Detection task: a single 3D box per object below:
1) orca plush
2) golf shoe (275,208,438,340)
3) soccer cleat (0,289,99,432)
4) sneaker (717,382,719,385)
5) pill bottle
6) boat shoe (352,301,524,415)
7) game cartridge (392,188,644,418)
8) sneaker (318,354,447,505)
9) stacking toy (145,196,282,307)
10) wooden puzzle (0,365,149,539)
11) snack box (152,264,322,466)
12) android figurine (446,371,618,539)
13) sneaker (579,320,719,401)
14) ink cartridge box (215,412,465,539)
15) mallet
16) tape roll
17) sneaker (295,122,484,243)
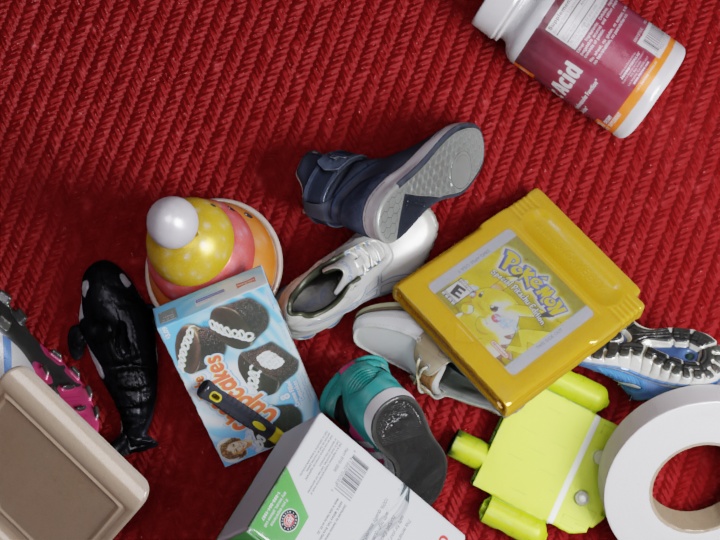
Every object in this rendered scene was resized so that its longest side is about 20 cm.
[{"bbox_3d":[-0.253,0.089,1.518,0.104,0.071,0.202,3,87,-1],"label":"orca plush"},{"bbox_3d":[0.000,0.000,1.516,0.200,0.097,0.078,-39,87,-4],"label":"golf shoe"},{"bbox_3d":[-0.346,0.111,1.518,0.086,0.070,0.200,-45,78,20],"label":"soccer cleat"},{"bbox_3d":[0.430,0.187,1.536,0.088,0.075,0.200,-44,83,10],"label":"sneaker"},{"bbox_3d":[0.221,-0.236,1.523,0.199,0.114,0.115,35,87,1],"label":"pill bottle"},{"bbox_3d":[0.080,0.089,1.504,0.198,0.075,0.069,14,52,14],"label":"boat shoe"},{"bbox_3d":[0.162,0.027,1.491,0.199,0.033,0.176,-35,66,-20],"label":"game cartridge"},{"bbox_3d":[0.017,0.157,1.501,0.083,0.201,0.121,-31,48,-13],"label":"sneaker"},{"bbox_3d":[-0.160,-0.024,1.451,0.145,0.200,0.148,-2,75,6],"label":"stacking toy"},{"bbox_3d":[-0.319,0.211,1.491,0.185,0.037,0.200,43,124,1],"label":"wooden puzzle"},{"bbox_3d":[-0.117,0.098,1.480,0.115,0.037,0.201,-22,128,-2],"label":"snack box"},{"bbox_3d":[0.195,0.193,1.538,0.199,0.041,0.183,28,87,2],"label":"android figurine"},{"bbox_3d":[0.269,0.095,1.521,0.199,0.090,0.079,18,53,20],"label":"sneaker"},{"bbox_3d":[-0.016,0.260,1.427,0.200,0.083,0.147,42,55,-11],"label":"ink cartridge box"},{"bbox_3d":[-0.078,0.158,1.492,0.066,0.041,0.200,-46,120,-3],"label":"mallet"},{"bbox_3d":[0.337,0.208,1.484,0.201,0.037,0.205,-1,115,-2],"label":"tape roll"},{"bbox_3d":[0.024,-0.104,1.531,0.202,0.145,0.078,-35,125,-40],"label":"sneaker"}]
